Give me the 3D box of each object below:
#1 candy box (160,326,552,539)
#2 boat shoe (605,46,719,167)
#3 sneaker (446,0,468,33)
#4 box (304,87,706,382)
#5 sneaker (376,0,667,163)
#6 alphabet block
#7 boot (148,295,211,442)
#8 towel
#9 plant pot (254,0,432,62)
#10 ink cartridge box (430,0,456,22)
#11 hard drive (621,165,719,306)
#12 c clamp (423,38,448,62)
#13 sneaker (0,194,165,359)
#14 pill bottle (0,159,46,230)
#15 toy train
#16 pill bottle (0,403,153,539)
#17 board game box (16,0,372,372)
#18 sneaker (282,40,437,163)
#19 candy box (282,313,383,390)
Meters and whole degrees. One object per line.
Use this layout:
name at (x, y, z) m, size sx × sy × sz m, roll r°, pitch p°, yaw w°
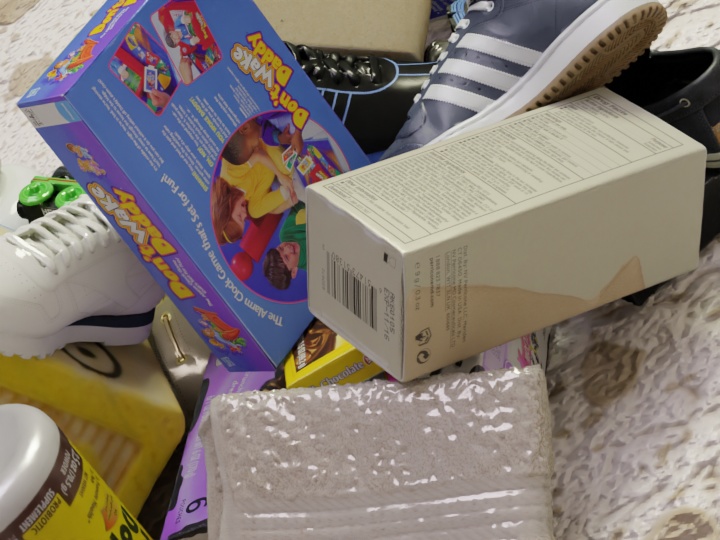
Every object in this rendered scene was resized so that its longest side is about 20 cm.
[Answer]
candy box at (0.002, 0.086, 1.440) m, size 0.199 × 0.072 × 0.168 m, roll -22°, pitch 31°, yaw 24°
boat shoe at (0.152, -0.100, 1.484) m, size 0.200 × 0.062 × 0.075 m, roll 8°, pitch 53°, yaw 53°
sneaker at (0.104, -0.159, 1.671) m, size 0.078 × 0.076 × 0.200 m, roll -17°, pitch 25°, yaw 14°
box at (0.077, -0.022, 1.357) m, size 0.199 × 0.078 × 0.095 m, roll -19°, pitch 34°, yaw -28°
sneaker at (0.062, -0.118, 1.434) m, size 0.200 × 0.070 × 0.109 m, roll -38°, pitch 69°, yaw 9°
alphabet block at (-0.242, 0.089, 1.521) m, size 0.197 × 0.195 × 0.200 m, roll -61°, pitch 24°, yaw 14°
boot at (-0.076, 0.015, 1.627) m, size 0.155 × 0.073 × 0.200 m, roll -26°, pitch 32°, yaw 18°
towel at (0.008, 0.121, 1.322) m, size 0.199 × 0.034 × 0.133 m, roll -8°, pitch 81°, yaw 26°
plant pot at (-0.053, -0.130, 1.634) m, size 0.199 × 0.201 × 0.177 m, roll 3°, pitch 37°, yaw -14°
ink cartridge box at (0.008, -0.235, 1.770) m, size 0.199 × 0.197 × 0.047 m, roll -10°, pitch 59°, yaw 39°
hard drive at (0.153, -0.059, 1.525) m, size 0.140 × 0.038 × 0.200 m, roll -43°, pitch 30°, yaw -11°
c clamp at (0.081, -0.107, 1.534) m, size 0.200 × 0.027 × 0.172 m, roll -16°, pitch 69°, yaw 61°
sneaker at (-0.167, -0.004, 1.429) m, size 0.081 × 0.076 × 0.200 m, roll -58°, pitch -18°, yaw 19°
pill bottle at (-0.223, 0.004, 1.670) m, size 0.112 × 0.200 × 0.113 m, roll -26°, pitch 31°, yaw 17°
toy train at (-0.119, -0.037, 1.550) m, size 0.199 × 0.042 × 0.056 m, roll 8°, pitch 43°, yaw 32°
pill bottle at (-0.152, 0.172, 1.349) m, size 0.109 × 0.200 × 0.109 m, roll -27°, pitch 30°, yaw 17°
board game box at (-0.079, -0.062, 1.411) m, size 0.045 × 0.200 × 0.135 m, roll -4°, pitch 40°, yaw 49°
sneaker at (-0.031, -0.100, 1.502) m, size 0.199 × 0.078 × 0.070 m, roll -15°, pitch 30°, yaw -1°
candy box at (0.000, 0.000, 1.471) m, size 0.102 × 0.026 × 0.200 m, roll -28°, pitch 27°, yaw 9°
